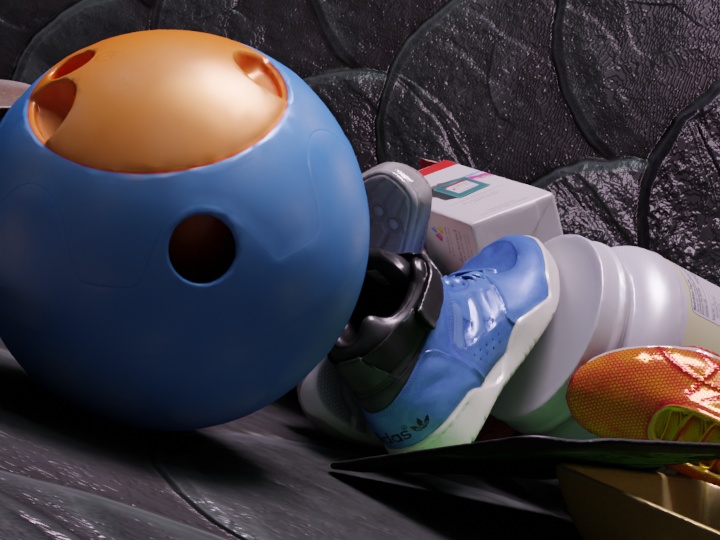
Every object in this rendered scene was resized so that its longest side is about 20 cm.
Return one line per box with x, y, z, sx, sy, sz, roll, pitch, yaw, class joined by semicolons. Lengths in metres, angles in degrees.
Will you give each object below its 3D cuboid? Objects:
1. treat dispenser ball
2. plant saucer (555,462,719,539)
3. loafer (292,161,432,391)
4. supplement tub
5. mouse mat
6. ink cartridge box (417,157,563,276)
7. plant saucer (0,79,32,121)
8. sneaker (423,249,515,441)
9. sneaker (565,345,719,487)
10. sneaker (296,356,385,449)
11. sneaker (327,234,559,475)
-0.095;-0.020;1.248;0.200;0.202;0.201;19;4;-1;treat dispenser ball
0.222;0.163;1.340;0.199;0.049;0.200;21;4;32;plant saucer
0.000;0.000;1.546;0.070;0.200;0.070;45;48;12;loafer
0.187;0.072;1.553;0.199;0.146;0.145;25;1;-27;supplement tub
0.104;0.102;1.342;0.199;0.008;0.161;5;-12;-42;mouse mat
0.072;-0.005;1.723;0.067;0.117;0.200;-22;18;-20;ink cartridge box
-0.257;-0.073;1.544;0.199;0.037;0.200;-13;-17;-4;plant saucer
0.042;0.028;1.652;0.200;0.078;0.082;54;16;11;sneaker
0.213;0.093;1.422;0.199;0.073;0.077;17;13;11;sneaker
0.013;0.079;1.521;0.082;0.075;0.200;-19;-10;29;sneaker
0.045;0.015;1.452;0.077;0.200;0.111;-17;-63;40;sneaker
